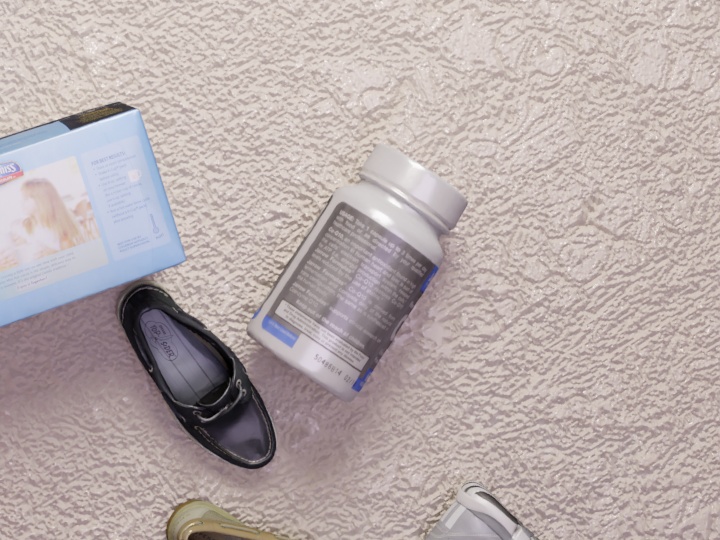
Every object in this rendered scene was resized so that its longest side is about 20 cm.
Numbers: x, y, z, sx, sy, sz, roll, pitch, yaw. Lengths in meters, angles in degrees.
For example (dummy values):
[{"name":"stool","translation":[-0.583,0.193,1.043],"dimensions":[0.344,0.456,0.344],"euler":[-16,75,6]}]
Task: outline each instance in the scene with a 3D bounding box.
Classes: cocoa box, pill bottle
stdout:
[{"name":"cocoa box","translation":[-0.258,-0.043,1.428],"dimensions":[0.198,0.131,0.135],"euler":[-20,102,-13]},{"name":"pill bottle","translation":[0.000,0.000,1.520],"dimensions":[0.113,0.114,0.201],"euler":[34,88,-18]}]

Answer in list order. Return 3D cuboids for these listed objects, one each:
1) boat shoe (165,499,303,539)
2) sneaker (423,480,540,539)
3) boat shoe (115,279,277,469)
[{"name":"boat shoe","translation":[-0.076,0.264,1.559],"dimensions":[0.200,0.063,0.074],"euler":[31,88,-18]},{"name":"sneaker","translation":[0.133,0.296,1.628],"dimensions":[0.200,0.075,0.116],"euler":[44,89,-7]},{"name":"boat shoe","translation":[-0.134,0.096,1.518],"dimensions":[0.074,0.066,0.200],"euler":[-34,105,-10]}]
